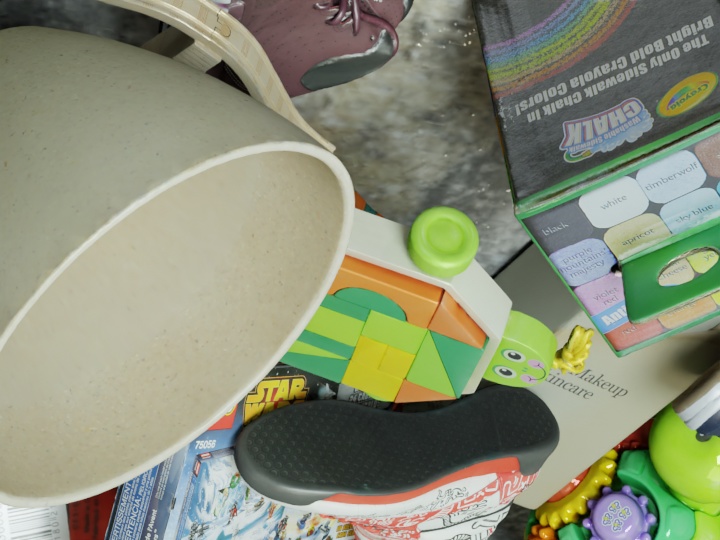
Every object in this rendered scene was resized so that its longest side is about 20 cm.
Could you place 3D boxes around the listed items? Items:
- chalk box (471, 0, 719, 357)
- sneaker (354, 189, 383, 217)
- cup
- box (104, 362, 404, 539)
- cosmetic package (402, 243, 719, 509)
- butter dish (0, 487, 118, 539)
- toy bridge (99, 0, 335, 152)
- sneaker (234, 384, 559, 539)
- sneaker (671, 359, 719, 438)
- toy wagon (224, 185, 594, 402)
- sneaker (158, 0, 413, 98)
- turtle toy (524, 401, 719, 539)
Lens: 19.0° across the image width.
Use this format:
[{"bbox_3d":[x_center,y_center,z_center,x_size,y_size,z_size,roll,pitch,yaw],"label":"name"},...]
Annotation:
[{"bbox_3d":[0.142,-0.053,1.017,0.124,0.201,0.124,-23,136,17],"label":"chalk box"},{"bbox_3d":[0.000,0.000,1.130,0.200,0.080,0.072,32,95,-41],"label":"sneaker"},{"bbox_3d":[-0.123,-0.020,0.917,0.200,0.143,0.201,-35,153,-20],"label":"cup"},{"bbox_3d":[-0.052,0.107,1.150,0.200,0.040,0.138,2,107,-57],"label":"box"},{"bbox_3d":[0.121,0.043,1.217,0.103,0.073,0.200,23,131,-31],"label":"cosmetic package"},{"bbox_3d":[-0.175,0.120,1.212,0.198,0.148,0.201,-1,98,-20],"label":"butter dish"},{"bbox_3d":[-0.082,-0.096,0.970,0.200,0.027,0.067,34,141,-27],"label":"toy bridge"},{"bbox_3d":[0.008,0.122,1.146,0.200,0.067,0.108,-6,139,-37],"label":"sneaker"},{"bbox_3d":[0.246,0.085,1.185,0.070,0.109,0.200,-41,167,25],"label":"sneaker"},{"bbox_3d":[0.014,0.018,1.035,0.199,0.040,0.155,20,151,0],"label":"toy wagon"},{"bbox_3d":[-0.025,-0.149,0.992,0.115,0.076,0.200,-1,148,-15],"label":"sneaker"},{"bbox_3d":[0.169,0.142,1.290,0.101,0.146,0.200,44,128,-16],"label":"turtle toy"}]
